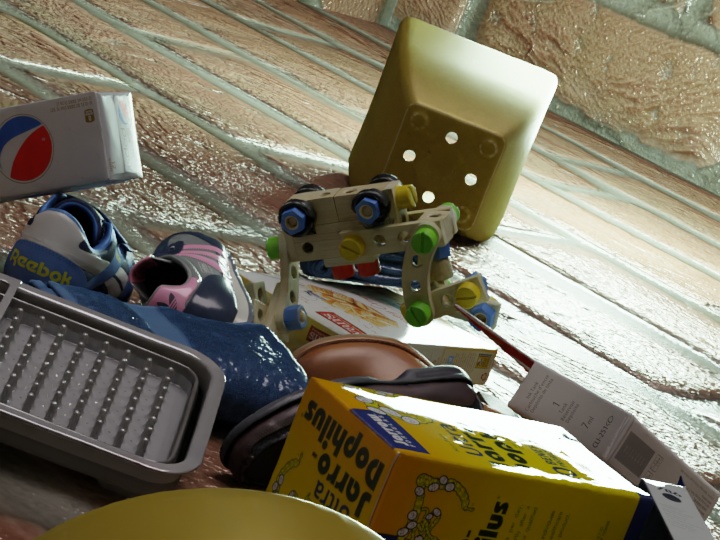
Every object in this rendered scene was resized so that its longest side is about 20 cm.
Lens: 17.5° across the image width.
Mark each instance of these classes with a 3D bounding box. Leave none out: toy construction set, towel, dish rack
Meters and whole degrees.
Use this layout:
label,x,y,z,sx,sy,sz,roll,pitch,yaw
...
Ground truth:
label,x,y,z,sx,sy,sz,roll,pitch,yaw
toy construction set,0.000,0.000,1.778,0.199,0.132,0.092,-12,17,8
towel,-0.132,0.057,1.588,0.199,0.049,0.112,16,14,-29
dish rack,-0.187,0.071,1.425,0.199,0.044,0.172,21,21,-4
towel,0.003,-0.013,2.042,0.111,0.049,0.200,8,-1,-4

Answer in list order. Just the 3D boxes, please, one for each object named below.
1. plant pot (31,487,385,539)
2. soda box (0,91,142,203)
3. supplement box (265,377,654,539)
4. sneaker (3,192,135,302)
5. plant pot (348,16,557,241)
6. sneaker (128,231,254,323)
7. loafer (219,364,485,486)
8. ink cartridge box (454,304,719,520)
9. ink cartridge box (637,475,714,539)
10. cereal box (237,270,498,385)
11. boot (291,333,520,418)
label,x,y,z,sx,sy,sz,roll,pitch,yaw
plant pot,-0.046,0.207,0.787,0.200,0.201,0.189,17,27,-21
soda box,-0.266,-0.085,1.752,0.199,0.068,0.064,-9,1,21
supplement box,0.055,0.148,1.400,0.199,0.110,0.109,13,14,-35
sneaker,-0.205,-0.014,1.734,0.074,0.083,0.200,21,10,6
plant pot,0.096,-0.142,2.612,0.193,0.196,0.200,21,18,-1
sneaker,-0.140,0.004,1.770,0.082,0.070,0.200,31,6,-24
loafer,0.005,0.109,1.523,0.199,0.072,0.063,-11,51,-36
ink cartridge box,0.161,0.115,1.747,0.176,0.045,0.200,31,-5,35
ink cartridge box,0.181,0.195,1.438,0.039,0.100,0.200,19,11,-6
cereal box,-0.001,0.048,1.923,0.144,0.040,0.200,29,13,38
boot,0.047,0.115,1.637,0.199,0.074,0.155,16,17,-15
